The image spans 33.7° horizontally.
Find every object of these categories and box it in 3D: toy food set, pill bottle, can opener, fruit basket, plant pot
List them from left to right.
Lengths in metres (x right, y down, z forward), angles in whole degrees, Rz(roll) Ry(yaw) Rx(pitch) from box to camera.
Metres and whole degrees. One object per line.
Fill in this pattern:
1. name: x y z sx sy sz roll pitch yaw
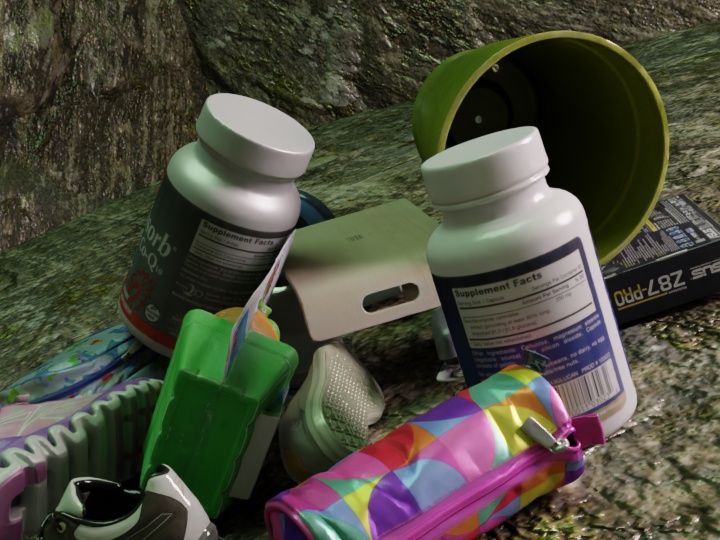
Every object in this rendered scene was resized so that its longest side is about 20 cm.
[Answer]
1. pill bottle: -0.116 -0.034 0.973 0.115 0.201 0.116 21 24 -10
2. fruit basket: -0.090 0.084 0.893 0.093 0.187 0.200 24 23 5
3. toy food set: 0.000 0.000 1.027 0.142 0.061 0.200 -16 20 -11
4. can opener: 0.099 0.041 0.997 0.053 0.068 0.200 -14 14 18
5. plant pot: 0.131 -0.114 1.026 0.198 0.202 0.193 -21 21 -8
6. pill bottle: 0.108 0.013 0.795 0.110 0.202 0.111 -17 12 4

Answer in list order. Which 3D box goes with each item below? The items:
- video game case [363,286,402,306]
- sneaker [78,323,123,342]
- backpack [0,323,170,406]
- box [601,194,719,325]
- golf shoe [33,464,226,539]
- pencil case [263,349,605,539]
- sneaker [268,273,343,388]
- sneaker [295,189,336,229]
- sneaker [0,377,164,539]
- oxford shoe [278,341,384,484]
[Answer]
1. video game case: 0.011 0.008 1.308 0.199 0.023 0.182 -20 10 37
2. sneaker: -0.221 0.076 1.222 0.198 0.081 0.146 -18 -10 -23
3. backpack: -0.215 0.115 1.026 0.162 0.155 0.200 -13 30 40
4. box: 0.234 -0.007 1.045 0.159 0.050 0.200 -17 12 7
5. golf shoe: -0.186 0.180 0.775 0.198 0.095 0.078 -18 13 12
6. pencil case: 0.042 0.126 0.692 0.199 0.089 0.088 -27 14 -24
7. sneaker: -0.111 0.057 1.132 0.198 0.117 0.074 -14 15 26
8. sneaker: -0.067 0.012 1.166 0.074 0.201 0.082 31 47 24
9. sneaker: -0.222 0.121 0.860 0.088 0.081 0.199 23 29 28
10. oxford shoe: -0.024 0.108 0.911 0.058 0.075 0.200 -43 6 15
